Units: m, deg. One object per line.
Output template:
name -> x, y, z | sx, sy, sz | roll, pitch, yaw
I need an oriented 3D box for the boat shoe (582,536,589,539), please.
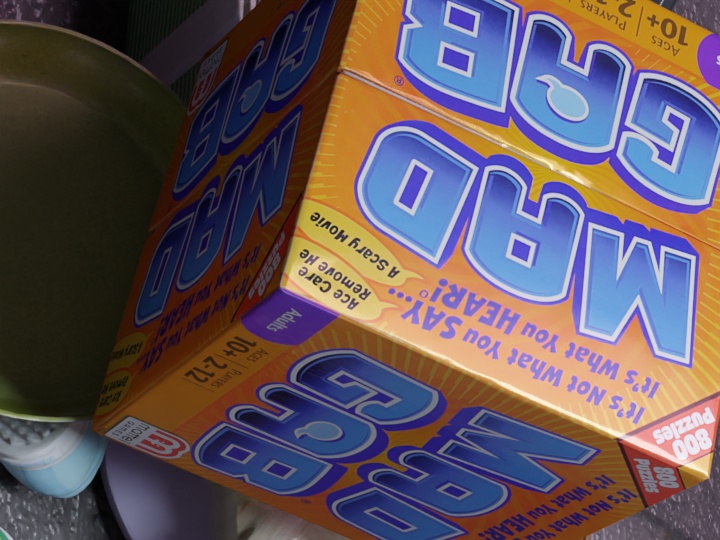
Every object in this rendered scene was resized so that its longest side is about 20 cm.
boat shoe -> 0.097, 0.193, 1.632 | 0.076, 0.072, 0.201 | 0, 100, -58

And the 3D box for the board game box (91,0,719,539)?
board game box -> 0.033, -0.009, 1.207 | 0.200, 0.200, 0.200 | 25, 61, -18

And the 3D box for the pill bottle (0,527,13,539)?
pill bottle -> -0.227, 0.109, 1.095 | 0.200, 0.113, 0.113 | 45, 44, -46

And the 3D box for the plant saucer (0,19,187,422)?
plant saucer -> -0.151, -0.019, 1.265 | 0.200, 0.031, 0.200 | 10, 61, -19

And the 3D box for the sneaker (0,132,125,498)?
sneaker -> -0.145, 0.015, 1.330 | 0.082, 0.074, 0.200 | 72, 22, -59

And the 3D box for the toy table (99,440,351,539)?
toy table -> -0.032, 0.117, 1.348 | 0.200, 0.117, 0.184 | 32, 79, -10

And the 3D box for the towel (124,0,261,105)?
towel -> -0.081, -0.098, 1.391 | 0.023, 0.152, 0.200 | 12, 66, -28

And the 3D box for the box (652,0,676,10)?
box -> 0.080, -0.202, 1.664 | 0.200, 0.148, 0.125 | 41, 74, -48
